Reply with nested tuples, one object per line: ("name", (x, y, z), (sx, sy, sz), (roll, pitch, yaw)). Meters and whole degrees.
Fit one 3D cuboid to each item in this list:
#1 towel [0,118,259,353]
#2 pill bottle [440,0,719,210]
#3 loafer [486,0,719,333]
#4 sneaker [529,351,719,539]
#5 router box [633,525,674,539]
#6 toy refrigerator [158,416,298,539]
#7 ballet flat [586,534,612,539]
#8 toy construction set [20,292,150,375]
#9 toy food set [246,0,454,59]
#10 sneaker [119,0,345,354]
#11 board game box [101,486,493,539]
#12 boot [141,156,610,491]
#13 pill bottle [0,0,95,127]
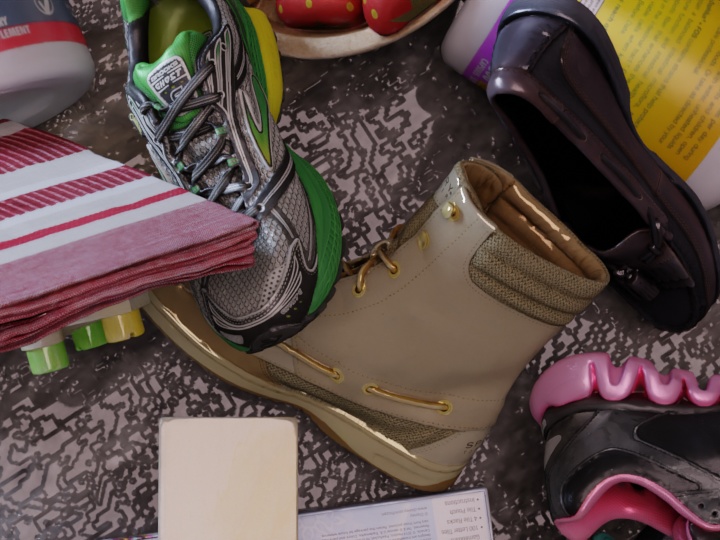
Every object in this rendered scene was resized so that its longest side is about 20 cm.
("towel", (-0.156, -0.019, 0.741), (0.144, 0.200, 0.023), (-19, 118, -36))
("pill bottle", (0.147, -0.098, 0.881), (0.200, 0.104, 0.104), (32, 82, 0))
("loafer", (0.110, -0.036, 0.837), (0.200, 0.072, 0.063), (57, 46, -32))
("sneaker", (0.176, 0.094, 0.814), (0.199, 0.079, 0.096), (0, 53, 10))
("router box", (0.263, 0.119, 0.893), (0.157, 0.052, 0.200), (43, 82, 1))
("toy refrigerator", (-0.057, 0.168, 0.806), (0.070, 0.076, 0.201), (1, 82, -4))
("ballet flat", (0.154, 0.212, 0.857), (0.200, 0.069, 0.071), (43, 114, -7))
("toy construction set", (-0.199, 0.015, 0.820), (0.199, 0.131, 0.093), (-1, 95, -8))
("toy food set", (-0.014, -0.202, 0.872), (0.200, 0.049, 0.199), (25, 88, 27))
("sneaker", (-0.069, -0.053, 0.787), (0.078, 0.085, 0.201), (-28, 62, 15))
("board game box", (-0.023, 0.218, 0.862), (0.199, 0.041, 0.200), (-7, 84, -5))
("boot", (0.000, 0.000, 0.835), (0.200, 0.073, 0.156), (33, 121, -4))
("pill bottle", (-0.217, -0.162, 0.849), (0.119, 0.120, 0.201), (-23, 86, -7))
